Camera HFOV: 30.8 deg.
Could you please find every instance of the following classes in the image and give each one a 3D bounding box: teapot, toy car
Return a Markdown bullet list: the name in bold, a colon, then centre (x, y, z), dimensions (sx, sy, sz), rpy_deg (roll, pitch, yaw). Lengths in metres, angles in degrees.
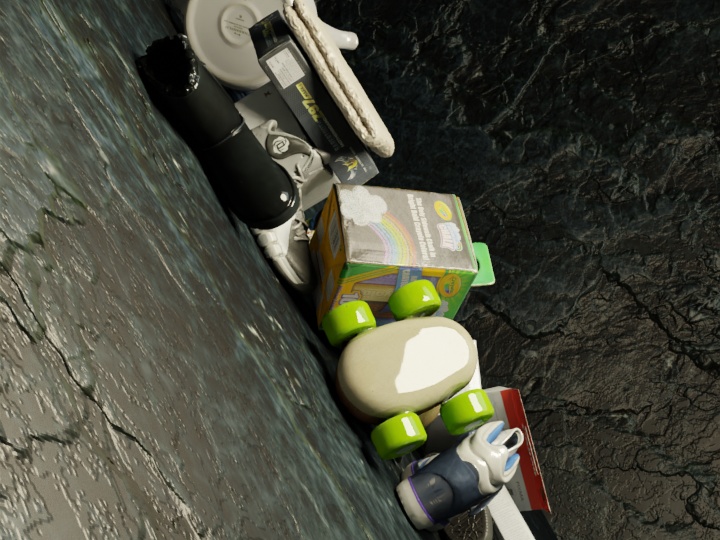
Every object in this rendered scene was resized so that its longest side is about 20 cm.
- **teapot**: centre (-0.142, -0.345, 1.815), dimensions (0.200, 0.197, 0.146), rpy_deg (59, 23, -2)
- **toy car**: centre (0.035, 0.135, 1.444), dimensions (0.164, 0.158, 0.200), rpy_deg (65, -22, 20)

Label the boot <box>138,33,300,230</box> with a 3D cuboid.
- **boot**: centre (-0.149, -0.148, 1.357), dimensions (0.198, 0.073, 0.163), rpy_deg (55, -2, 42)

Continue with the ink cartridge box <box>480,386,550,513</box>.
- **ink cartridge box**: centre (0.193, 0.233, 1.694), dimensions (0.200, 0.057, 0.163), rpy_deg (38, 37, -85)

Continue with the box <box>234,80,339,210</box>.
- **box**: centre (-0.102, -0.146, 1.650), dimensions (0.125, 0.097, 0.200), rpy_deg (60, 5, 7)

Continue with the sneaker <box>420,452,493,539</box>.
- **sneaker**: centre (0.126, 0.292, 1.590), dimensions (0.104, 0.060, 0.200), rpy_deg (53, 2, -37)

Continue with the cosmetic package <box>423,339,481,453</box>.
- **cosmetic package**: centre (0.118, 0.170, 1.728), dimensions (0.200, 0.074, 0.102), rpy_deg (93, -7, -70)

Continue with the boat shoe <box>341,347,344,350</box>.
- **boat shoe**: centre (0.019, 0.084, 1.556), dimensions (0.201, 0.063, 0.074), rpy_deg (51, -26, -3)

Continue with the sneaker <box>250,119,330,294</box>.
- **sneaker**: centre (-0.073, -0.081, 1.466), dimensions (0.200, 0.115, 0.075), rpy_deg (60, 5, 3)

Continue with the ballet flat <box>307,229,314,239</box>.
- **ballet flat**: centre (0.000, 0.000, 1.595), dimensions (0.200, 0.076, 0.064), rpy_deg (34, -38, 7)

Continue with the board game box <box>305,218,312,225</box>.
- **board game box**: centre (-0.019, 0.036, 1.824), dimensions (0.200, 0.029, 0.135), rpy_deg (63, 5, 33)

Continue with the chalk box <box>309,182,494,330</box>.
- **chalk box**: centre (0.053, -0.008, 1.497), dimensions (0.124, 0.200, 0.125), rpy_deg (115, -26, -45)

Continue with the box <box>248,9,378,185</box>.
- **box**: centre (-0.059, -0.208, 1.591), dimensions (0.200, 0.051, 0.158), rpy_deg (56, 7, -25)

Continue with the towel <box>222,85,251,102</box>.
- **towel**: centre (-0.151, -0.223, 1.898), dimensions (0.200, 0.048, 0.112), rpy_deg (60, 5, 13)

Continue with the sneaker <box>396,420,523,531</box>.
- **sneaker**: centre (0.122, 0.224, 1.454), dimensions (0.081, 0.146, 0.200), rpy_deg (60, 5, 8)

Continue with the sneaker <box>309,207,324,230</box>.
- **sneaker**: centre (-0.029, -0.042, 1.733), dimensions (0.071, 0.083, 0.200), rpy_deg (40, 26, -20)

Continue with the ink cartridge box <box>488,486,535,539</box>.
- **ink cartridge box**: centre (0.181, 0.340, 1.712), dimensions (0.200, 0.041, 0.200), rpy_deg (81, -14, -54)

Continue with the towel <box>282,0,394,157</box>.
- **towel**: centre (-0.026, -0.225, 1.546), dimensions (0.200, 0.034, 0.133), rpy_deg (59, 8, 6)
